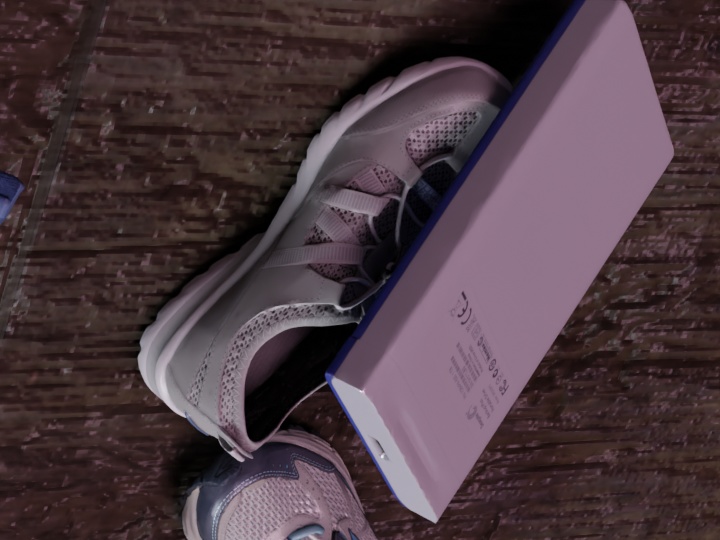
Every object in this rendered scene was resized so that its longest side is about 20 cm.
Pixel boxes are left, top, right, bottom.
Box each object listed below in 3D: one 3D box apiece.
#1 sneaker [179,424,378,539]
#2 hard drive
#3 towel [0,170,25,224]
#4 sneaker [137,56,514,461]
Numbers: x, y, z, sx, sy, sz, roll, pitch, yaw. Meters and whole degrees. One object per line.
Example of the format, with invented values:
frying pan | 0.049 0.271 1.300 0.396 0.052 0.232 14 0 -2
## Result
sneaker | -0.009 0.146 1.300 0.078 0.086 0.200 -40 136 -3
hard drive | 0.063 -0.005 1.209 0.200 0.025 0.132 -56 152 -16
towel | -0.222 0.027 1.091 0.111 0.049 0.200 22 109 -42
sneaker | 0.000 0.000 1.197 0.200 0.082 0.075 -48 135 7
